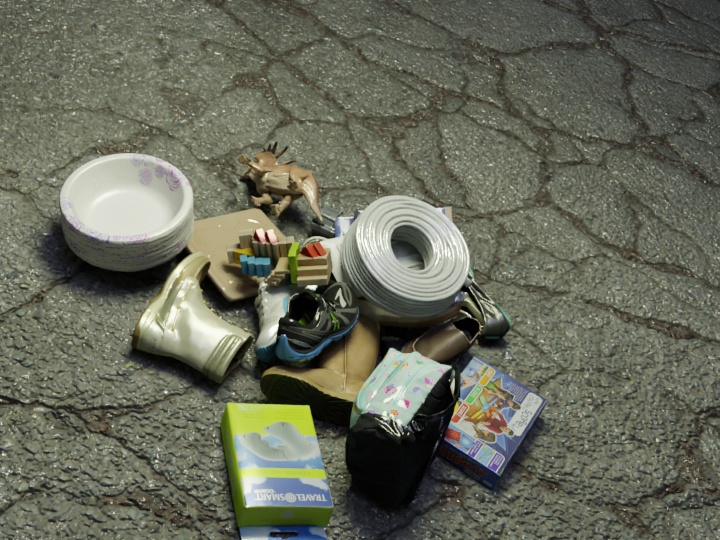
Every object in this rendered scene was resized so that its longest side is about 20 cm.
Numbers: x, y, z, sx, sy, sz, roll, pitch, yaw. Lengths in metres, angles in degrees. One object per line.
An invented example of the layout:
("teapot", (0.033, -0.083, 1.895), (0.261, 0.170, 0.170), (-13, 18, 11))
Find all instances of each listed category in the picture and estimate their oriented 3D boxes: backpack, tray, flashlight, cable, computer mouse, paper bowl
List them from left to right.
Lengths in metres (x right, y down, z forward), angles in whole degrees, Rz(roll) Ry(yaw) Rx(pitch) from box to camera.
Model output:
("paper bowl", (-0.356, -0.079, 1.655), (0.199, 0.105, 0.202), (3, 47, -3))
("flashlight", (0.016, -0.054, 1.861), (0.199, 0.068, 0.068), (25, 74, 11))
("tray", (0.040, -0.025, 1.712), (0.199, 0.022, 0.108), (-15, 66, -33))
("computer mouse", (0.053, 0.096, 1.712), (0.058, 0.034, 0.201), (4, 39, -20))
("backpack", (0.059, 0.197, 1.470), (0.126, 0.168, 0.200), (23, 45, 15))
("cable", (0.071, -0.021, 1.666), (0.199, 0.069, 0.200), (-27, 75, -36))

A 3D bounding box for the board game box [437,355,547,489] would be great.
("board game box", (0.184, 0.222, 1.613), (0.135, 0.035, 0.200), (31, 39, 14))

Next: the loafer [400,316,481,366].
("loafer", (0.127, 0.111, 1.664), (0.073, 0.071, 0.200), (49, 32, 4))

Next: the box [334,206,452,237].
("box", (0.057, -0.043, 1.804), (0.198, 0.032, 0.122), (-3, 70, -1))

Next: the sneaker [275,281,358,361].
("sneaker", (-0.059, 0.061, 1.561), (0.070, 0.083, 0.199), (9, 25, 25))

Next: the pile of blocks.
("pile of blocks", (-0.131, -0.026, 1.627), (0.199, 0.063, 0.082), (9, 31, 29))

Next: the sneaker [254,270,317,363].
("sneaker", (-0.126, 0.062, 1.627), (0.080, 0.077, 0.200), (24, 38, 1))

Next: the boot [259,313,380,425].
("boot", (-0.057, 0.130, 1.597), (0.174, 0.066, 0.201), (23, 35, -14))

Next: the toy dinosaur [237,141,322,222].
("toy dinosaur", (-0.131, -0.159, 1.871), (0.199, 0.086, 0.135), (24, 29, 17))

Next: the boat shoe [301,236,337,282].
("boat shoe", (0.000, 0.000, 1.736), (0.200, 0.072, 0.061), (15, 11, -4))

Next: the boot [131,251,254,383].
("boot", (-0.224, 0.068, 1.580), (0.154, 0.072, 0.200), (23, 44, 5))

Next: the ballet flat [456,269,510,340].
("ballet flat", (0.174, 0.040, 1.817), (0.068, 0.068, 0.200), (-16, 49, -28))

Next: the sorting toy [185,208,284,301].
("sorting toy", (-0.189, -0.024, 1.751), (0.199, 0.037, 0.185), (-11, 47, -42))

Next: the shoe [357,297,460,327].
("shoe", (0.062, 0.053, 1.704), (0.198, 0.054, 0.070), (-5, 30, -8))

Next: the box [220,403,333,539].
("box", (-0.110, 0.262, 1.413), (0.121, 0.048, 0.201), (4, 39, -20))
